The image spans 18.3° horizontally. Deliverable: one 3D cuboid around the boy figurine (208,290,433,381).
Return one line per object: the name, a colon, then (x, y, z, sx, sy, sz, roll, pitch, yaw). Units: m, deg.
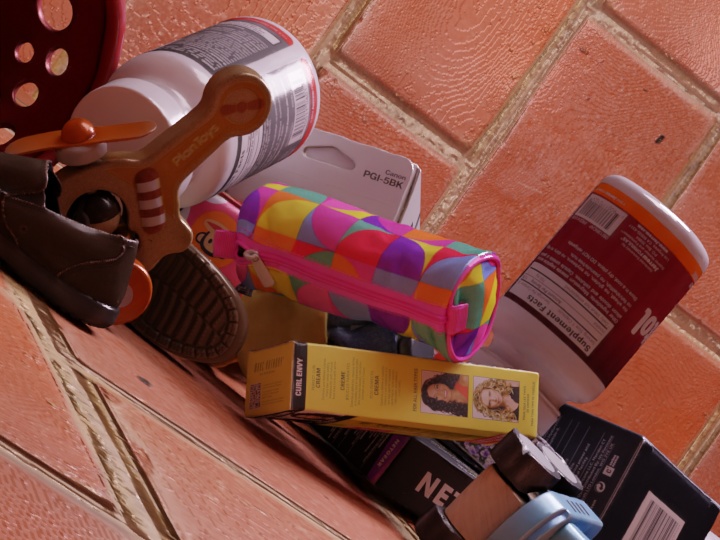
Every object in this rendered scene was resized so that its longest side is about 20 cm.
boy figurine: (-0.047, 0.049, 1.657, 0.198, 0.126, 0.064, -5, -5, 19)

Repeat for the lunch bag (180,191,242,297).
lunch bag: (-0.136, -0.010, 1.783, 0.199, 0.082, 0.176, 36, -18, -15)

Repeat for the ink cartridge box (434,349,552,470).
ink cartridge box: (0.070, 0.102, 1.786, 0.200, 0.050, 0.109, 42, -2, 19)

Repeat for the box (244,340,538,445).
box: (0.023, 0.087, 1.560, 0.199, 0.051, 0.075, 8, -12, -29)

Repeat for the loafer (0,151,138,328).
loafer: (-0.223, -0.045, 1.432, 0.199, 0.072, 0.073, 36, 1, 0)

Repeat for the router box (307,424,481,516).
router box: (0.047, 0.155, 1.720, 0.200, 0.051, 0.149, 37, 0, -38)

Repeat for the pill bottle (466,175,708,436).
pill bottle: (0.178, 0.031, 1.799, 0.113, 0.200, 0.113, 41, -4, 3)

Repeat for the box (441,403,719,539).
box: (0.175, 0.184, 1.888, 0.199, 0.108, 0.148, 21, -13, 43)

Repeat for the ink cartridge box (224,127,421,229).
ink cartridge box: (-0.030, -0.031, 1.834, 0.146, 0.083, 0.200, 18, -22, 9)

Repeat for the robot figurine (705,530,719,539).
robot figurine: (0.306, 0.300, 1.956, 0.199, 0.113, 0.170, 35, 36, -19)

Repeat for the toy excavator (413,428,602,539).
toy excavator: (0.153, 0.224, 1.553, 0.200, 0.100, 0.194, 50, 9, 21)

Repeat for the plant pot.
plant pot: (-0.293, -0.177, 1.583, 0.182, 0.201, 0.200, 33, 0, 26)

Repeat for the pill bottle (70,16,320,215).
pill bottle: (-0.122, -0.112, 1.640, 0.116, 0.116, 0.200, 36, 30, 14)

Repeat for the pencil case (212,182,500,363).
pencil case: (0.000, 0.000, 1.572, 0.199, 0.089, 0.088, 16, -7, 26)

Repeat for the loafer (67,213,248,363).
loafer: (-0.153, -0.001, 1.614, 0.199, 0.076, 0.068, 36, 7, 22)

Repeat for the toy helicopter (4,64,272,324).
toy helicopter: (-0.147, -0.071, 1.501, 0.132, 0.200, 0.079, 50, -2, -28)
